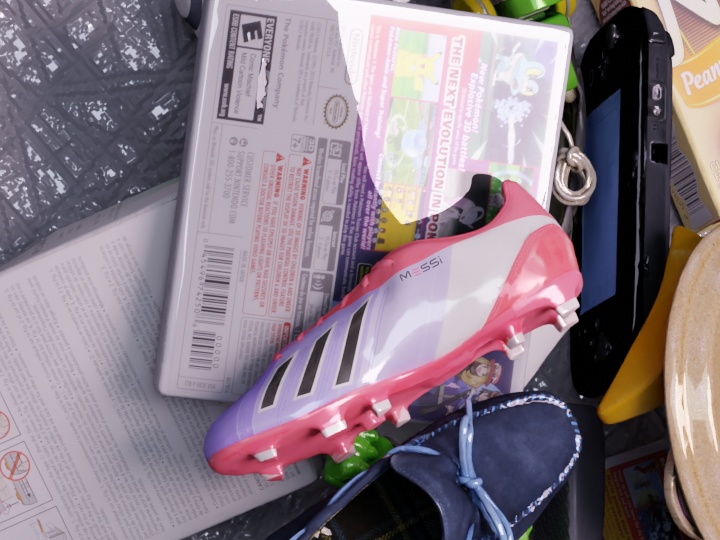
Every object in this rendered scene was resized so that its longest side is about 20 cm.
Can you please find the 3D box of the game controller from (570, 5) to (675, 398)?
[{"bbox_3d":[0.134,-0.035,1.281,0.042,0.104,0.201,7,77,-20],"label":"game controller"}]

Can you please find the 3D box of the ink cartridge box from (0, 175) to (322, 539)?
[{"bbox_3d":[-0.141,0.066,1.204,0.199,0.050,0.162,-23,102,8],"label":"ink cartridge box"}]

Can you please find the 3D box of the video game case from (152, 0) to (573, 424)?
[{"bbox_3d":[0.002,-0.030,1.168,0.181,0.023,0.201,7,94,-14],"label":"video game case"}]

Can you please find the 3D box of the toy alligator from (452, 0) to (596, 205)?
[{"bbox_3d":[0.086,-0.131,1.242,0.059,0.054,0.201,-22,89,-21],"label":"toy alligator"}]

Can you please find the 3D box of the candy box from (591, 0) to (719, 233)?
[{"bbox_3d":[0.201,-0.133,1.342,0.115,0.055,0.201,-20,85,-18],"label":"candy box"}]

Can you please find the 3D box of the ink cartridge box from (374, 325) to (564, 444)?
[{"bbox_3d":[0.000,0.000,1.240,0.200,0.067,0.117,36,104,-5],"label":"ink cartridge box"}]

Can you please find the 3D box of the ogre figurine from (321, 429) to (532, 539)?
[{"bbox_3d":[0.037,0.180,1.180,0.119,0.098,0.201,7,53,-34],"label":"ogre figurine"}]

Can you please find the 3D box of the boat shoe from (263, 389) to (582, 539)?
[{"bbox_3d":[0.030,0.119,1.113,0.200,0.069,0.084,-36,86,-25],"label":"boat shoe"}]

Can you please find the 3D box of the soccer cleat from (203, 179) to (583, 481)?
[{"bbox_3d":[0.010,0.031,1.140,0.199,0.067,0.077,-27,73,-4],"label":"soccer cleat"}]

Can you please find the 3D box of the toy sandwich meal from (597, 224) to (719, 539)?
[{"bbox_3d":[0.186,0.064,1.207,0.205,0.070,0.206,15,71,-50],"label":"toy sandwich meal"}]

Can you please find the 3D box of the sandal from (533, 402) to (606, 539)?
[{"bbox_3d":[0.116,0.167,1.233,0.043,0.076,0.201,7,78,-16],"label":"sandal"}]

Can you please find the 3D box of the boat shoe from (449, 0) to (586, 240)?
[{"bbox_3d":[0.091,-0.095,1.302,0.071,0.066,0.202,0,79,-13],"label":"boat shoe"}]

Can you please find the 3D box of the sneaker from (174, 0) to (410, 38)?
[{"bbox_3d":[0.013,-0.150,1.291,0.199,0.079,0.130,-36,94,-21],"label":"sneaker"}]

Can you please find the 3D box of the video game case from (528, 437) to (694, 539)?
[{"bbox_3d":[0.144,0.171,1.288,0.199,0.017,0.144,-16,83,-16],"label":"video game case"}]
